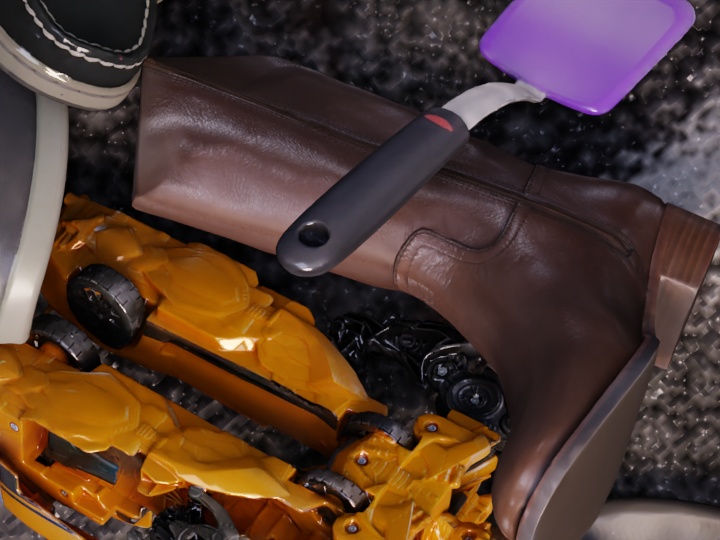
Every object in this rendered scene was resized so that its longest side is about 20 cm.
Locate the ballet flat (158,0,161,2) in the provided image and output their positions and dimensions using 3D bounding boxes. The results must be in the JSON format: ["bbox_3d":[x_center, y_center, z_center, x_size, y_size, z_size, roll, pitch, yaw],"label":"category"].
[{"bbox_3d":[-0.058,-0.188,0.847,0.062,0.067,0.200,26,90,36],"label":"ballet flat"}]

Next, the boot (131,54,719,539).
[{"bbox_3d":[0.000,0.000,0.779,0.200,0.186,0.064,23,121,9],"label":"boot"}]

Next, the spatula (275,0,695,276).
[{"bbox_3d":[0.036,-0.050,0.789,0.056,0.200,0.021,31,134,22],"label":"spatula"}]

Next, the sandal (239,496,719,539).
[{"bbox_3d":[0.048,0.110,0.827,0.199,0.055,0.082,9,90,8],"label":"sandal"}]

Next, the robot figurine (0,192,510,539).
[{"bbox_3d":[-0.042,0.054,0.805,0.200,0.058,0.145,28,51,18],"label":"robot figurine"}]

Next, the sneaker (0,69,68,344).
[{"bbox_3d":[-0.157,-0.059,0.801,0.106,0.075,0.200,3,48,-20],"label":"sneaker"}]

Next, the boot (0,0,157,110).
[{"bbox_3d":[-0.070,-0.168,0.753,0.154,0.073,0.204,-40,48,40],"label":"boot"}]
